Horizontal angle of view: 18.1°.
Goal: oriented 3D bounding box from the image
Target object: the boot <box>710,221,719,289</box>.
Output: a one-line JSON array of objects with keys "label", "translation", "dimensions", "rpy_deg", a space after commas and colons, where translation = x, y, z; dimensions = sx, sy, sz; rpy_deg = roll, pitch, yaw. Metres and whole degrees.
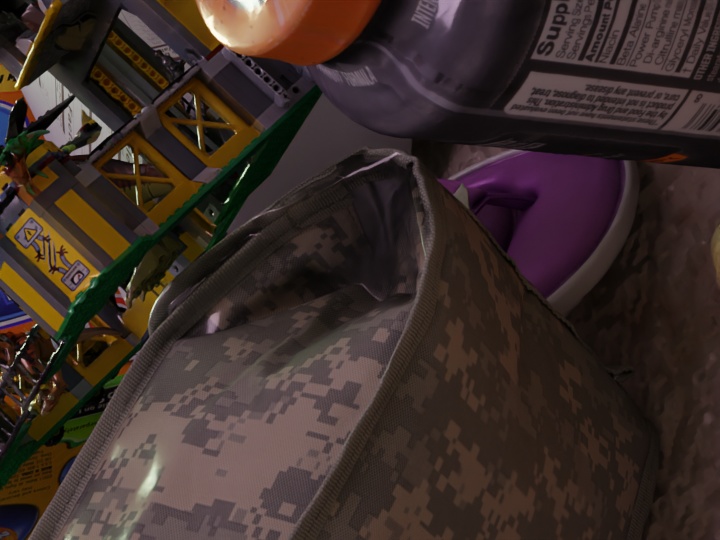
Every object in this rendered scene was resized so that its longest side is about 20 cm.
[{"label": "boot", "translation": [0.155, 0.000, 0.584], "dimensions": [0.202, 0.070, 0.145], "rpy_deg": [111, 152, -48]}]

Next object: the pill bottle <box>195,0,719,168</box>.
[{"label": "pill bottle", "translation": [0.051, -0.087, 0.635], "dimensions": [0.106, 0.199, 0.107], "rpy_deg": [-7, 81, 55]}]

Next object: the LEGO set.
[{"label": "LEGO set", "translation": [-0.108, -0.028, 0.674], "dimensions": [0.116, 0.154, 0.200], "rpy_deg": [42, 151, 4]}]

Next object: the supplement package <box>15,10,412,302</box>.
[{"label": "supplement package", "translation": [-0.069, -0.093, 0.870], "dimensions": [0.110, 0.113, 0.201], "rpy_deg": [96, 153, -45]}]

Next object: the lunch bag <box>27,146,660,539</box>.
[{"label": "lunch bag", "translation": [0.001, 0.083, 0.678], "dimensions": [0.117, 0.164, 0.201], "rpy_deg": [13, 67, 43]}]

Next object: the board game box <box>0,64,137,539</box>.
[{"label": "board game box", "translation": [-0.205, 0.050, 0.962], "dimensions": [0.201, 0.198, 0.201], "rpy_deg": [99, 152, -49]}]

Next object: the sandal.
[{"label": "sandal", "translation": [0.001, 0.006, 0.767], "dimensions": [0.201, 0.050, 0.083], "rpy_deg": [-26, 48, 22]}]
